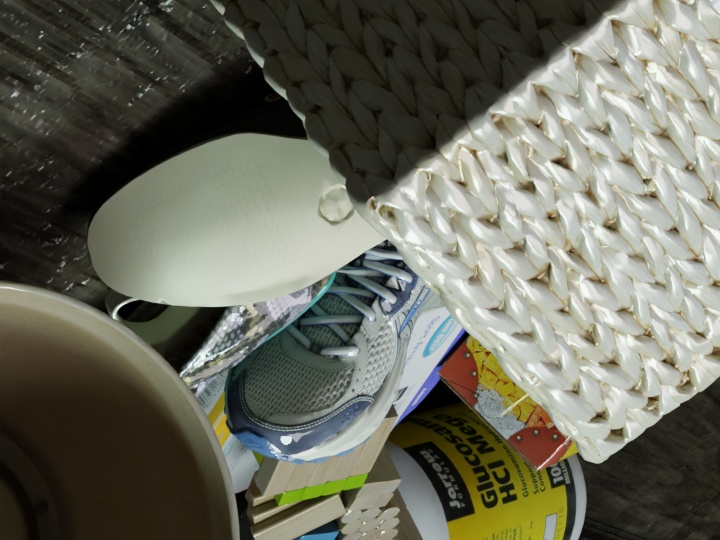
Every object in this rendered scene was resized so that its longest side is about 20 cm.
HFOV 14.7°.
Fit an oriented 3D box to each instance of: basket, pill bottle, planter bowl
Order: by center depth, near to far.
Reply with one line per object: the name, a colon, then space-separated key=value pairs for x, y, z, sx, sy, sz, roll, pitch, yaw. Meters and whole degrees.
basket: x=0.068 y=-0.073 z=1.011 sx=0.161 sy=0.198 sz=0.200 roll=-39 pitch=135 yaw=4
planter bowl: x=-0.161 y=0.108 z=1.104 sx=0.200 sy=0.200 sz=0.135 roll=-33 pitch=-175 yaw=-17
pill bottle: x=0.028 y=0.138 z=1.551 sx=0.200 sy=0.112 sz=0.112 roll=-12 pitch=146 yaw=-51

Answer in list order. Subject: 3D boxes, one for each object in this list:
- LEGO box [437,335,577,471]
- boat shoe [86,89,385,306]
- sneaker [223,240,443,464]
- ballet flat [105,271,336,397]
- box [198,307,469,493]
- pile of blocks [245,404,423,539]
LEGO box: x=0.147 y=0.016 z=1.505 sx=0.149 sy=0.077 sz=0.200 roll=-51 pitch=166 yaw=19
boat shoe: x=-0.021 y=-0.042 z=1.161 sx=0.201 sy=0.063 sz=0.074 roll=-22 pitch=115 yaw=-10
sneaker: x=0.000 y=0.000 z=1.260 sx=0.200 sy=0.077 sz=0.085 roll=-54 pitch=159 yaw=-36
ballet flat: x=-0.099 y=0.039 z=1.226 sx=0.200 sy=0.072 sz=0.072 roll=-45 pitch=158 yaw=13
box: x=-0.022 y=0.052 z=1.401 sx=0.200 sy=0.041 sz=0.119 roll=-20 pitch=152 yaw=-47
pile of blocks: x=-0.023 y=0.100 z=1.367 sx=0.082 sy=0.062 sz=0.200 roll=-24 pitch=149 yaw=-7
